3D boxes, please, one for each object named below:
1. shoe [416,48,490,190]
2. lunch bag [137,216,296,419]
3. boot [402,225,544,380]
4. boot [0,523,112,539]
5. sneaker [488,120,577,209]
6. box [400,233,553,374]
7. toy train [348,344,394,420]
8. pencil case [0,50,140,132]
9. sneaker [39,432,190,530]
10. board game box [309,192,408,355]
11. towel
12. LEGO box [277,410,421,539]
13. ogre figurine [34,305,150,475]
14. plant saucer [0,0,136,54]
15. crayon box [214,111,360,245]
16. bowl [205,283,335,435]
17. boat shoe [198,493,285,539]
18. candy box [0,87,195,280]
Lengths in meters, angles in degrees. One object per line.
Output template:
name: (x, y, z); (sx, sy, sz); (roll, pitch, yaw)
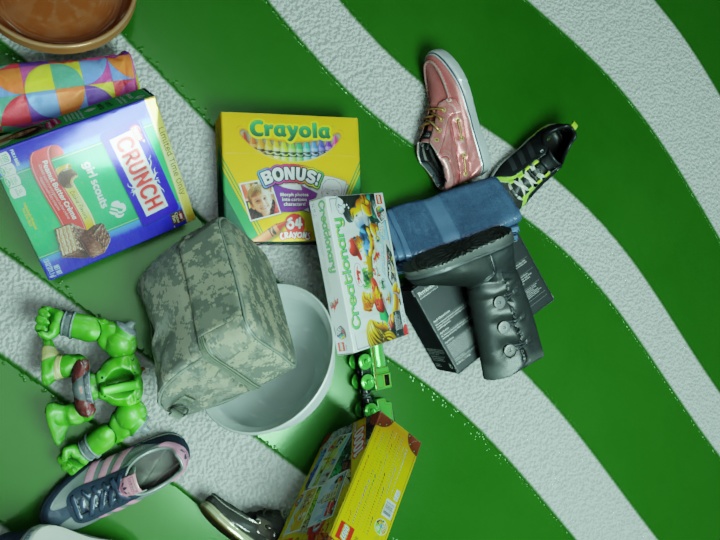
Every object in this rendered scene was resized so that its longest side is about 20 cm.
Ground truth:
shoe: (0.122, -0.225, 1.112); (0.090, 0.071, 0.203); (-27, 101, -25)
lunch bag: (-0.188, 0.060, 0.906); (0.166, 0.140, 0.202); (-28, 54, 9)
boot: (0.159, 0.060, 1.033); (0.162, 0.066, 0.203); (-18, 111, -3)
boot: (-0.351, 0.364, 0.916); (0.200, 0.089, 0.074); (47, 42, -37)
sneaker: (0.269, -0.165, 1.156); (0.072, 0.083, 0.201); (42, 75, -12)
box: (0.171, 0.037, 1.113); (0.198, 0.079, 0.143); (-33, 100, -18)
toy train: (0.016, 0.148, 1.072); (0.055, 0.042, 0.204); (-7, 89, -30)
pencil case: (-0.378, -0.225, 0.925); (0.196, 0.088, 0.090); (-11, 91, -21)
sneaker: (-0.307, 0.267, 0.924); (0.198, 0.082, 0.071); (-29, 98, -19)
board game box: (0.000, 0.000, 0.989); (0.125, 0.034, 0.204); (-12, 91, -51)
towel: (0.127, -0.067, 1.079); (0.196, 0.049, 0.113); (-18, 50, -3)
LEGO box: (-0.020, 0.301, 0.955); (0.077, 0.148, 0.202); (38, 50, -14)
ogre figurine: (-0.328, 0.143, 0.917); (0.117, 0.098, 0.204); (-7, 78, -8)
plant saucer: (-0.384, -0.362, 0.936); (0.196, 0.032, 0.204); (6, 70, -15)
crayon box: (-0.099, -0.125, 1.033); (0.196, 0.058, 0.177); (-2, 88, -20)
bowl: (-0.112, 0.127, 0.978); (0.197, 0.091, 0.205); (-8, 61, 15)
boat shoe: (-0.126, 0.353, 0.996); (0.200, 0.072, 0.066); (41, 65, -14)
candy box: (-0.324, -0.109, 0.909); (0.198, 0.077, 0.172); (-26, 122, -20)
